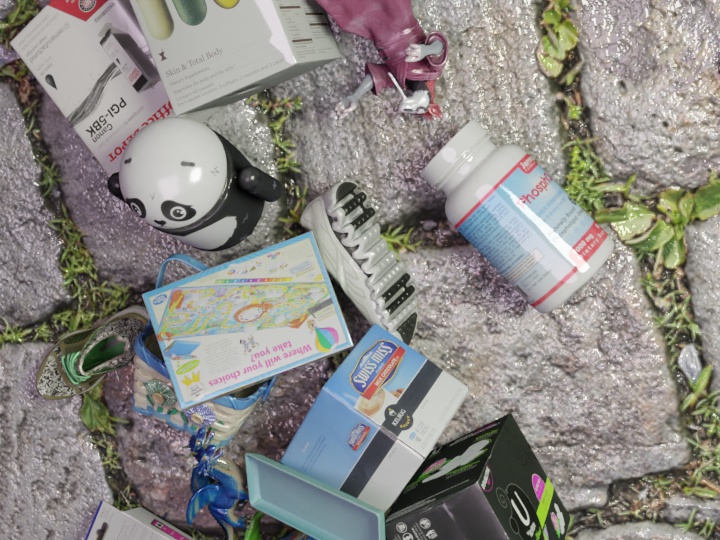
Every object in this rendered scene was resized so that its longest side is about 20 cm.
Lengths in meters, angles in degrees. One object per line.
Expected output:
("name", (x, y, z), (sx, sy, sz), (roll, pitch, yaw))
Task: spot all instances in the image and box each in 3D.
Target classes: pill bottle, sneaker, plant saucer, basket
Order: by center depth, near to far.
("pill bottle", (0.161, -0.060, 1.132), (0.200, 0.109, 0.109), (45, 111, 1))
("plant saucer", (-0.049, 0.252, 1.150), (0.199, 0.019, 0.070), (15, 117, 39))
("sneaker", (0.000, 0.000, 1.222), (0.081, 0.075, 0.201), (-22, 96, 37))
("basket", (-0.171, 0.096, 1.251), (0.176, 0.139, 0.201), (24, 112, 7))
("sneaker", (-0.339, 0.108, 1.332), (0.199, 0.089, 0.077), (-31, 93, 21))

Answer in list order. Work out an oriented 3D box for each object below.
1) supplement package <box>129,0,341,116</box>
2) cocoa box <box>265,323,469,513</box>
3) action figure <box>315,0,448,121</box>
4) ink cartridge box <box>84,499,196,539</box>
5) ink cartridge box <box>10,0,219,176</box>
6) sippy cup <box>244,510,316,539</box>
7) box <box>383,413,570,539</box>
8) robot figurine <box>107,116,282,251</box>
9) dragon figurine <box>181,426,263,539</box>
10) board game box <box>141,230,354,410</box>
("supplement package", (-0.142, -0.290, 1.144), (0.151, 0.151, 0.201), (-19, 97, 20))
("cocoa box", (0.004, 0.188, 1.197), (0.131, 0.133, 0.200), (35, 131, 7))
("action figure", (0.036, -0.249, 1.145), (0.133, 0.149, 0.201), (-10, 121, 39))
("ink cartridge box", (-0.263, 0.378, 1.404), (0.199, 0.037, 0.095), (28, 110, 6))
("ink cartridge box", (-0.277, -0.227, 1.236), (0.147, 0.083, 0.200), (-37, 90, 20))
("sippy cup", (-0.052, 0.358, 1.272), (0.178, 0.140, 0.130), (38, 115, -20))
("box", (0.132, 0.273, 1.172), (0.124, 0.200, 0.149), (-29, 93, 22))
("robot figurine", (-0.179, -0.089, 1.174), (0.150, 0.200, 0.125), (-40, 71, 5))
("dragon figurine", (-0.172, 0.262, 1.255), (0.099, 0.059, 0.201), (12, 126, -16))
("board game box", (-0.122, 0.055, 1.178), (0.199, 0.034, 0.135), (-20, 82, -1))
